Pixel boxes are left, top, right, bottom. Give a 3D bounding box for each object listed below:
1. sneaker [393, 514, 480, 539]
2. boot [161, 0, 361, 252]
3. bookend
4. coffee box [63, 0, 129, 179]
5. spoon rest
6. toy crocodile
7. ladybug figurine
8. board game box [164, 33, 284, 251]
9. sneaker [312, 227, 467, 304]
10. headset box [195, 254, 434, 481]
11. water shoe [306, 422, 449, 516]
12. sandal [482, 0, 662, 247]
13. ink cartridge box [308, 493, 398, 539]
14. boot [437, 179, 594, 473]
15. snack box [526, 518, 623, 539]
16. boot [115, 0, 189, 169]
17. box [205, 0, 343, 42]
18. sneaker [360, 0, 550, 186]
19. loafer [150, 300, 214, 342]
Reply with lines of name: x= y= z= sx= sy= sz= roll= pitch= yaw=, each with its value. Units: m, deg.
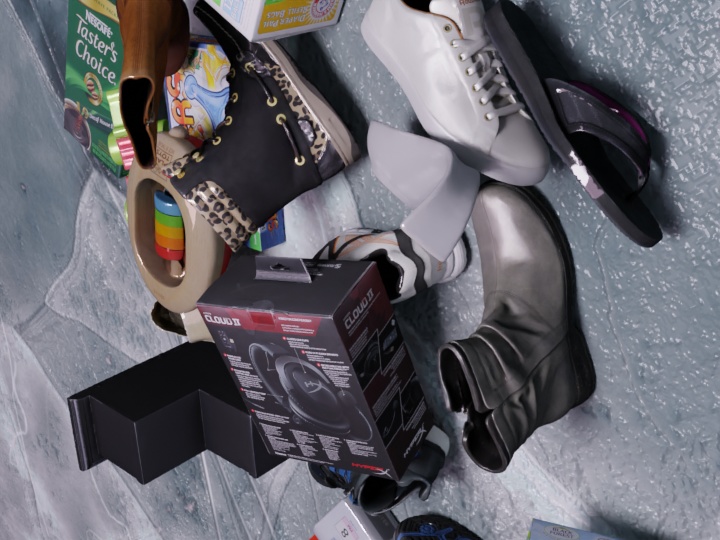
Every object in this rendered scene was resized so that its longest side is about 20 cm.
sneaker: x=0.104 y=0.307 z=0.890 sx=0.199 sy=0.075 sz=0.078 roll=37 pitch=127 yaw=31
boot: x=-0.114 y=-0.131 z=0.844 sx=0.200 sy=0.150 sz=0.073 roll=48 pitch=178 yaw=-2
bookend: x=-0.165 y=0.164 z=1.013 sx=0.199 sy=0.198 sz=0.093 roll=18 pitch=120 yaw=39
coffee box: x=-0.280 y=-0.219 z=1.072 sx=0.123 sy=0.044 sz=0.201 roll=40 pitch=133 yaw=26
spoon rest: x=0.051 y=-0.069 z=0.715 sx=0.099 sy=0.200 sz=0.061 roll=39 pitch=103 yaw=-17
toy crocodile: x=-0.231 y=-0.100 z=1.041 sx=0.067 sy=0.062 sz=0.202 roll=-5 pitch=112 yaw=10
ladybug figurine: x=-0.175 y=-0.053 z=0.965 sx=0.135 sy=0.072 sz=0.202 roll=33 pitch=130 yaw=30
board game box: x=-0.140 y=-0.132 z=0.973 sx=0.135 sy=0.034 sz=0.202 roll=17 pitch=120 yaw=41
sneaker: x=0.000 y=0.000 z=0.856 sx=0.199 sy=0.080 sz=0.074 roll=-19 pitch=95 yaw=50
headset box: x=-0.039 y=0.074 z=0.823 sx=0.148 sy=0.077 sz=0.201 roll=2 pitch=127 yaw=35
water shoe: x=0.001 y=0.194 z=0.928 sx=0.071 sy=0.079 sz=0.199 roll=37 pitch=142 yaw=-19
sandal: x=0.153 y=-0.107 z=0.654 sx=0.048 sy=0.075 sz=0.202 roll=-35 pitch=81 yaw=30
ink cartridge box: x=0.000 y=0.344 z=1.039 sx=0.163 sy=0.057 sz=0.200 roll=52 pitch=132 yaw=15
boot: x=0.105 y=0.039 z=0.722 sx=0.067 sy=0.130 sz=0.202 roll=-13 pitch=98 yaw=48
snack box: x=0.201 y=0.309 z=0.755 sx=0.167 sy=0.068 sz=0.202 roll=11 pitch=119 yaw=16
boot: x=-0.175 y=-0.175 z=0.825 sx=0.189 sy=0.068 sz=0.202 roll=110 pitch=155 yaw=-58
box: x=-0.062 y=-0.301 z=0.761 sx=0.112 sy=0.101 sz=0.201 roll=43 pitch=134 yaw=24
sneaker: x=0.075 y=-0.151 z=0.709 sx=0.200 sy=0.072 sz=0.085 roll=51 pitch=139 yaw=19
loafer: x=-0.162 y=0.047 z=1.053 sx=0.199 sy=0.068 sz=0.076 roll=-10 pitch=101 yaw=48
